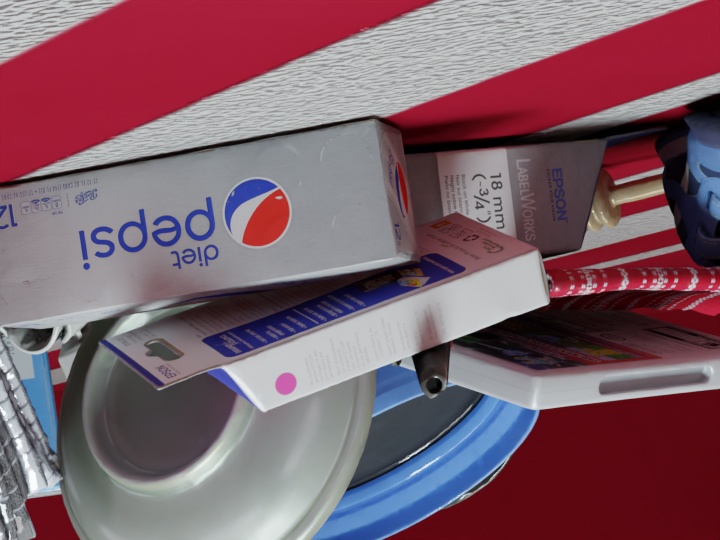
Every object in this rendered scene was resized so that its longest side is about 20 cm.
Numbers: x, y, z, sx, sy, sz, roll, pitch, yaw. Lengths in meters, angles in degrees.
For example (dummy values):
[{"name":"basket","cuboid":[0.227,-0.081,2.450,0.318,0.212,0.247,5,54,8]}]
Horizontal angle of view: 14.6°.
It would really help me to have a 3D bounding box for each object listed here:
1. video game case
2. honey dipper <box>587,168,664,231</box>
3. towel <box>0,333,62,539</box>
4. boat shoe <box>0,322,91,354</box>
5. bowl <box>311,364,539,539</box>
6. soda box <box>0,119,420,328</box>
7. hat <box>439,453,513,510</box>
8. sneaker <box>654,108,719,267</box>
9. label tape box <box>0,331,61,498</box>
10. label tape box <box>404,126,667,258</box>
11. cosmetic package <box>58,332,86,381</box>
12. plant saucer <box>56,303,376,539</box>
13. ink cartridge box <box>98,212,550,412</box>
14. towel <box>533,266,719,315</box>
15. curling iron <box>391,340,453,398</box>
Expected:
[{"name":"video game case","cuboid":[0.091,0.039,1.550,0.182,0.023,0.200,-3,-166,-41]},{"name":"honey dipper","cuboid":[0.199,-0.058,1.685,0.199,0.038,0.038,-15,174,23]},{"name":"towel","cuboid":[-0.259,0.074,1.399,0.165,0.201,0.086,-11,-144,10]},{"name":"boat shoe","cuboid":[-0.186,0.015,1.601,0.073,0.066,0.200,-12,175,37]},{"name":"bowl","cuboid":[0.010,0.105,1.663,0.200,0.039,0.201,-23,155,-11]},{"name":"soda box","cuboid":[-0.076,-0.020,1.336,0.199,0.069,0.063,-10,176,11]},{"name":"hat","cuboid":[0.025,0.065,1.768,0.200,0.202,0.081,-9,-174,2]},{"name":"sneaker","cuboid":[0.205,-0.046,1.494,0.074,0.083,0.200,-6,175,-1]},{"name":"label tape box","cuboid":[-0.230,0.076,1.805,0.066,0.144,0.200,-8,176,-9]},{"name":"label tape box","cuboid":[0.052,-0.029,1.523,0.199,0.064,0.144,-6,176,-28]},{"name":"cosmetic package","cuboid":[-0.115,0.049,1.692,0.107,0.085,0.200,-22,-171,3]},{"name":"plant saucer","cuboid":[-0.087,0.064,1.430,0.199,0.201,0.050,-11,155,31]},{"name":"ink cartridge box","cuboid":[-0.018,0.024,1.347,0.199,0.037,0.095,-18,-162,-19]},{"name":"towel","cuboid":[0.150,0.012,1.512,0.199,0.023,0.144,-1,176,-29]},{"name":"curling iron","cuboid":[0.030,0.038,1.394,0.025,0.050,0.200,24,-174,-9]}]
